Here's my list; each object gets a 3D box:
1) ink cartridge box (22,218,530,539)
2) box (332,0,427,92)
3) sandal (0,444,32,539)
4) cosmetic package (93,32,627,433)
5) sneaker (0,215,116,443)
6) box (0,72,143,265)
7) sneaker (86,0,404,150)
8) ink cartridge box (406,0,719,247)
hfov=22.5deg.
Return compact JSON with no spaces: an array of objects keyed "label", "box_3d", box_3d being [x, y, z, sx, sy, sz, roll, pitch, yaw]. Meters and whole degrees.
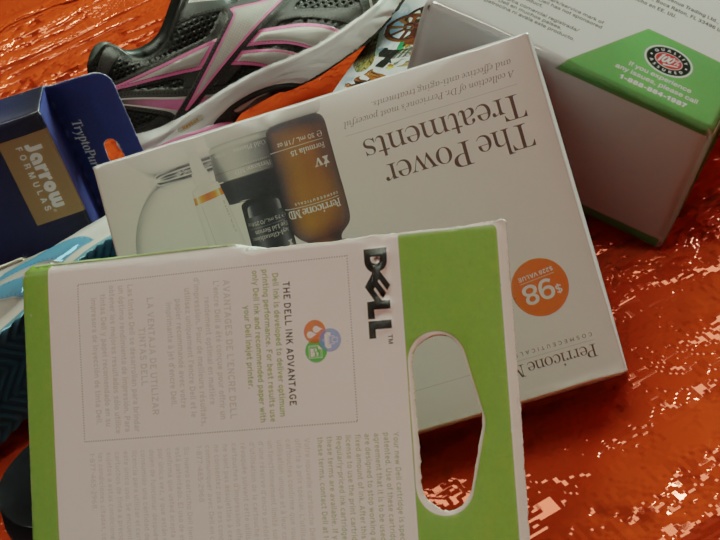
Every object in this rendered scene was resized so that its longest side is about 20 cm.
[{"label":"ink cartridge box","box_3d":[-0.025,0.065,0.703,0.199,0.149,0.076,-6,-7,19]},{"label":"box","box_3d":[0.045,-0.076,0.953,0.136,0.038,0.200,2,41,29]},{"label":"sandal","box_3d":[-0.093,0.053,0.848,0.200,0.043,0.076,-40,39,-25]},{"label":"cosmetic package","box_3d":[0.000,0.000,0.786,0.199,0.152,0.052,-17,-4,6]},{"label":"sneaker","box_3d":[-0.168,0.023,0.897,0.200,0.077,0.081,-35,42,-19]},{"label":"box","box_3d":[-0.203,-0.021,0.935,0.199,0.122,0.032,-17,34,6]},{"label":"sneaker","box_3d":[-0.065,-0.137,1.015,0.200,0.087,0.080,-34,15,-8]},{"label":"ink cartridge box","box_3d":[0.127,-0.128,0.895,0.144,0.084,0.200,26,49,9]}]
